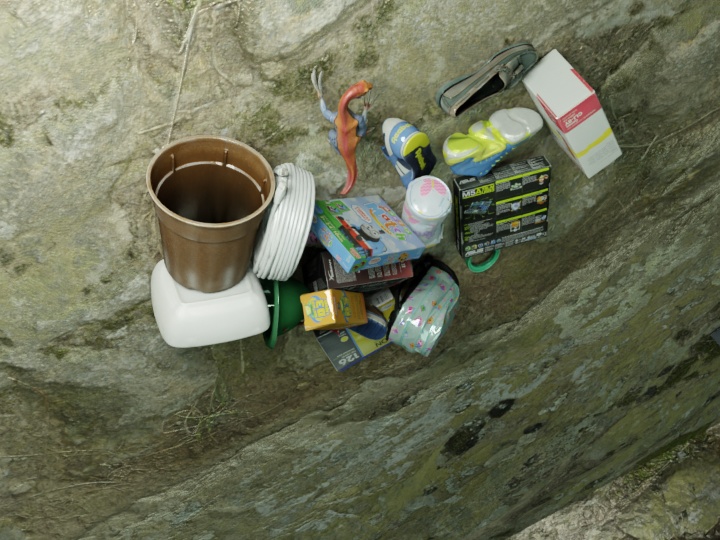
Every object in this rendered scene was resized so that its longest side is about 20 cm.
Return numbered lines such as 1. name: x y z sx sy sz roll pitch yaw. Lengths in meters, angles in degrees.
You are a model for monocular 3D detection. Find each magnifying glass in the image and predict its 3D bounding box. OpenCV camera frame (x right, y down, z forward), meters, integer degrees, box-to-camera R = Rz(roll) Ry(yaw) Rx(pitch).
1. magnifying glass: 0.288 -0.075 1.676 0.079 0.022 0.201 -4 132 -25

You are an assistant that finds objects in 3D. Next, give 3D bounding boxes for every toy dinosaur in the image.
1. toy dinosaur: -0.008 -0.237 1.247 0.104 0.203 0.181 -14 -177 -1

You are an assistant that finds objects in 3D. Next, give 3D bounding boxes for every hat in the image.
1. hat: -0.094 0.062 1.445 0.174 0.200 0.168 1 96 -17

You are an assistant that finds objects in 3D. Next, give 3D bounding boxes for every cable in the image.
1. cable: -0.134 -0.083 1.300 0.068 0.200 0.202 11 105 -15

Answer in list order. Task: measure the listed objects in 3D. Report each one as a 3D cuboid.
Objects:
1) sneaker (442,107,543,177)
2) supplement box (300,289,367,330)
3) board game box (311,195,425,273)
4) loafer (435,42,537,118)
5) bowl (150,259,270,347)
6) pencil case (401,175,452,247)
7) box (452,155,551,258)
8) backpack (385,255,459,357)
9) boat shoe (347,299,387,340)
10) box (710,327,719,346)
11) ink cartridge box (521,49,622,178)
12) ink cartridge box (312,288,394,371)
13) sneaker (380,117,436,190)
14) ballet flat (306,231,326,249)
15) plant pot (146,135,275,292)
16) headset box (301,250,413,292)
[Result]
1. sneaker: 0.251 -0.241 1.459 0.198 0.076 0.105 -17 151 -1
2. supplement box: -0.048 0.076 1.451 0.068 0.067 0.200 -12 174 18
3. board game box: 0.006 -0.071 1.383 0.199 0.151 0.037 -11 141 -48
4. loafer: 0.233 -0.330 1.352 0.198 0.063 0.072 -29 140 1
5. bowl: -0.267 0.034 1.347 0.197 0.201 0.075 -10 136 -20
6. pencil case: 0.123 -0.106 1.449 0.083 0.091 0.200 -43 168 -11
7. box: 0.294 -0.129 1.583 0.198 0.048 0.195 -15 132 -4
8. backpack: 0.135 0.087 1.616 0.200 0.125 0.168 -48 155 -52
9. boat shoe: -0.033 0.077 1.611 0.199 0.073 0.072 33 118 -17
10. box: 1.247 0.223 2.444 0.148 0.108 0.199 -45 137 20
11. ink cartridge box: 0.396 -0.288 1.421 0.083 0.146 0.200 -36 139 12
12. ink cartridge box: 0.011 0.150 1.740 0.196 0.047 0.201 -29 137 0
13. sneaker: 0.086 -0.214 1.393 0.074 0.082 0.200 -47 159 -10
14. ballet flat: -0.020 -0.072 1.473 0.198 0.071 0.070 -9 129 -20
15. plant pot: -0.249 -0.082 1.259 0.198 0.202 0.199 -9 144 -20
16. headset box: 0.000 0.000 1.501 0.198 0.078 0.149 -10 174 -20
